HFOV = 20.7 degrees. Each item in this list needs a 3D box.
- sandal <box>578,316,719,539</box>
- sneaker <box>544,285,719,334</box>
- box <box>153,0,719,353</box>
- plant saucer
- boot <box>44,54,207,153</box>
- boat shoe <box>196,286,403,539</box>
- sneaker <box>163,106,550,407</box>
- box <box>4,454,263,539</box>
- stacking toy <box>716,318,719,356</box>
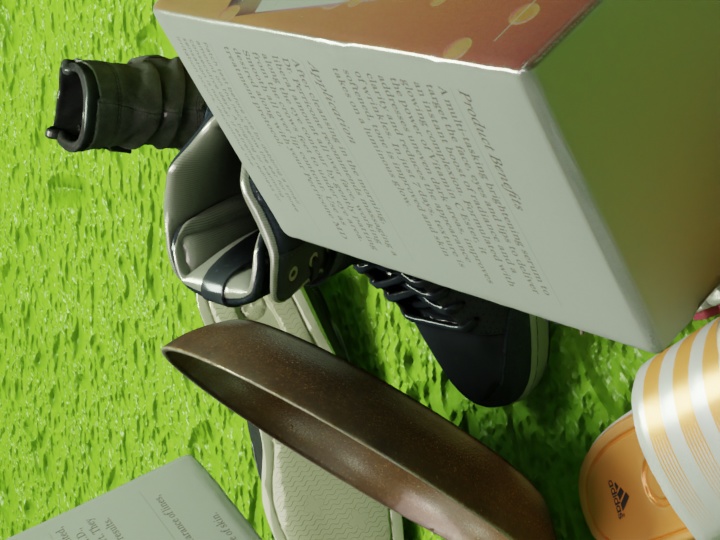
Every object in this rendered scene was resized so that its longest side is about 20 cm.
[{"bbox_3d":[0.124,0.069,0.732,0.207,0.059,0.080,-47,58,55],"label":"sandal"},{"bbox_3d":[0.111,-0.027,0.694,0.199,0.080,0.075,-8,106,61],"label":"sneaker"},{"bbox_3d":[0.057,-0.081,0.645,0.199,0.152,0.107,17,145,51],"label":"box"},{"bbox_3d":[0.005,0.074,0.855,0.200,0.200,0.032,14,72,59],"label":"plant saucer"},{"bbox_3d":[-0.084,-0.081,0.944,0.200,0.130,0.071,-178,91,-81],"label":"boot"},{"bbox_3d":[-0.023,0.081,1.010,0.068,0.071,0.202,23,-134,-80],"label":"boat shoe"},{"bbox_3d":[-0.001,-0.001,0.804,0.076,0.146,0.204,5,127,44],"label":"sneaker"},{"bbox_3d":[-0.087,0.243,1.031,0.200,0.130,0.200,44,151,48],"label":"box"},{"bbox_3d":[0.192,-0.040,0.544,0.146,0.145,0.202,29,106,55],"label":"stacking toy"}]
